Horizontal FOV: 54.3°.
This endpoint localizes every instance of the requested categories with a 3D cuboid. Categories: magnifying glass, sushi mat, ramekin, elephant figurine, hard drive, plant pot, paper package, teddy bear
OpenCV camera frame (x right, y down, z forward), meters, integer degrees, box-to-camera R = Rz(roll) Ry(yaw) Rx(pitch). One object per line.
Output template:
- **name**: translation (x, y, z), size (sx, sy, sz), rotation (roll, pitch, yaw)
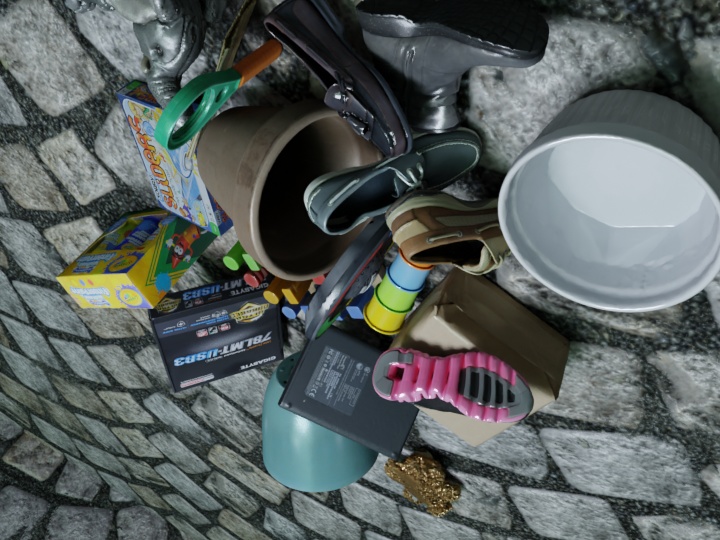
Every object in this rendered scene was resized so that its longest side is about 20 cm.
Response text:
- **magnifying glass**: translation (-0.143, -0.190, 0.729), size (0.022, 0.200, 0.080), rotation (37, 140, -2)
- **sushi mat**: translation (-0.162, -0.217, 0.805), size (0.012, 0.096, 0.200), rotation (25, 145, -12)
- **ramekin**: translation (0.239, -0.068, 0.649), size (0.199, 0.105, 0.201), rotation (22, 142, 18)
- **elephant figurine**: translation (-0.206, -0.276, 0.731), size (0.200, 0.141, 0.155), rotation (42, 160, 14)
- **hard drive**: translation (-0.004, 0.178, 1.047), size (0.199, 0.141, 0.033), rotation (27, 172, -11)
- **plant pot**: translation (-0.099, -0.112, 0.813), size (0.174, 0.200, 0.201), rotation (29, 146, 35)
- **plant pot**: translation (-0.070, 0.227, 1.144), size (0.199, 0.200, 0.162), rotation (12, 122, 27)
- **paper package**: translation (0.144, 0.118, 0.928), size (0.190, 0.104, 0.200), rotation (36, 142, -1)
- **teddy bear**: translation (0.116, 0.384, 1.284), size (0.144, 0.067, 0.201), rotation (11, 144, 42)

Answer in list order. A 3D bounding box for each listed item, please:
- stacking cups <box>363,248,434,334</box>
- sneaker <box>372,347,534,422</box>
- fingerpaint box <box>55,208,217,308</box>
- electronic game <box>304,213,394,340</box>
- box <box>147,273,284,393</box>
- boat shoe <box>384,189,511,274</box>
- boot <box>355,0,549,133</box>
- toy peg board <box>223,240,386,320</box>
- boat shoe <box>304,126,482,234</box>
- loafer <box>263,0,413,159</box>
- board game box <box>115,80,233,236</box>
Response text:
- **stacking cups**: translation (0.059, -0.006, 0.873), size (0.060, 0.061, 0.201), rotation (29, 132, 7)
- **sneaker**: translation (0.117, 0.144, 0.848), size (0.198, 0.080, 0.095), rotation (8, 158, 31)
- **fingerpaint box**: translation (-0.353, -0.022, 1.104), size (0.199, 0.167, 0.074), rotation (-2, 131, 39)
- **electronic game**: translation (0.000, 0.000, 0.827), size (0.041, 0.200, 0.200), rotation (38, 143, 4)
- **box**: translation (-0.227, 0.101, 1.136), size (0.200, 0.198, 0.050), rotation (92, 158, -46)
- **boat shoe**: translation (0.119, -0.030, 0.732), size (0.198, 0.074, 0.076), rotation (2, 149, -24)
- **boot**: translation (0.089, -0.190, 0.672), size (0.199, 0.070, 0.132), rotation (26, 147, 33)
- **toy peg board**: translation (-0.080, 0.004, 0.980), size (0.199, 0.098, 0.200), rotation (-2, 129, 40)
- **boat shoe**: translation (0.041, -0.088, 0.728), size (0.198, 0.062, 0.073), rotation (-20, 125, -3)
- **loafer**: translation (-0.024, -0.188, 0.699), size (0.201, 0.063, 0.072), rotation (57, 164, 10)
- **board game box**: translation (-0.254, -0.153, 0.979), size (0.135, 0.034, 0.201), rotation (24, 143, 29)
